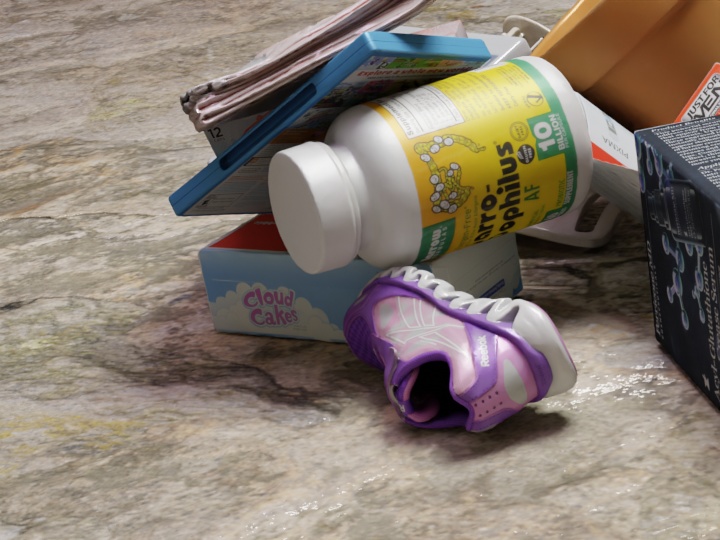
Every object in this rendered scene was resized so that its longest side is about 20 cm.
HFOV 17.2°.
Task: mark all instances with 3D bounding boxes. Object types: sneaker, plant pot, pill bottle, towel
[{"bbox_3d":[0.043,0.057,1.505,0.088,0.081,0.200,-41,28,-24],"label":"sneaker"},{"bbox_3d":[0.237,-0.171,1.736,0.200,0.140,0.200,-46,3,3],"label":"plant pot"},{"bbox_3d":[0.045,-0.066,1.581,0.199,0.113,0.113,-17,21,-22],"label":"pill bottle"},{"bbox_3d":[-0.036,-0.152,1.628,0.190,0.032,0.200,-28,5,-4],"label":"towel"}]

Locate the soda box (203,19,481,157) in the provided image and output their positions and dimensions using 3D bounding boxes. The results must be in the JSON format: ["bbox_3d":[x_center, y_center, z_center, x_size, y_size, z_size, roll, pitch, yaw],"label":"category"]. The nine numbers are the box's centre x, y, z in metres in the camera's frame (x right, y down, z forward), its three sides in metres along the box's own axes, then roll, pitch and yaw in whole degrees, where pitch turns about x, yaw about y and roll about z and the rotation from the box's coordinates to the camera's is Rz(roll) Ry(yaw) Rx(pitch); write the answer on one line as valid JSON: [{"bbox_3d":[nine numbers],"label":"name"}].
[{"bbox_3d":[-0.011,-0.118,1.728,0.199,0.064,0.068,-14,30,23],"label":"soda box"}]

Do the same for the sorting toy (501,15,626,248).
[{"bbox_3d":[0.135,-0.080,1.816,0.180,0.107,0.200,22,52,32],"label":"sorting toy"}]

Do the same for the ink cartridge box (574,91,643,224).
[{"bbox_3d":[0.209,-0.063,1.652,0.047,0.160,0.200,-58,28,-2],"label":"ink cartridge box"}]

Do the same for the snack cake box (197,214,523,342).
[{"bbox_3d":[0.000,0.000,1.687,0.199,0.067,0.115,4,25,34],"label":"snack cake box"}]

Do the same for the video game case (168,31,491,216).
[{"bbox_3d":[-0.021,-0.098,1.621,0.200,0.018,0.143,-37,-19,31],"label":"video game case"}]

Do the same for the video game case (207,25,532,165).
[{"bbox_3d":[0.005,-0.123,1.814,0.200,0.023,0.182,-42,32,-26],"label":"video game case"}]

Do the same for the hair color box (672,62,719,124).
[{"bbox_3d":[0.316,-0.062,1.590,0.200,0.102,0.061,29,78,42],"label":"hair color box"}]

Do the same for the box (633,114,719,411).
[{"bbox_3d":[0.251,-0.003,1.454,0.107,0.149,0.200,-11,19,-7],"label":"box"}]
